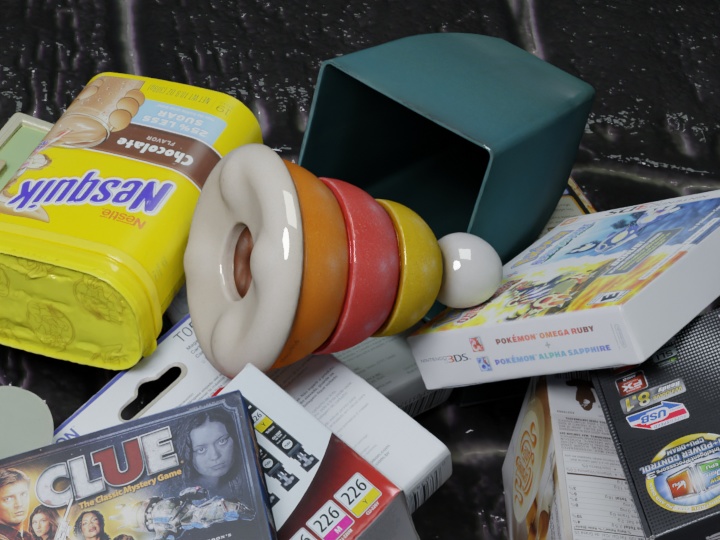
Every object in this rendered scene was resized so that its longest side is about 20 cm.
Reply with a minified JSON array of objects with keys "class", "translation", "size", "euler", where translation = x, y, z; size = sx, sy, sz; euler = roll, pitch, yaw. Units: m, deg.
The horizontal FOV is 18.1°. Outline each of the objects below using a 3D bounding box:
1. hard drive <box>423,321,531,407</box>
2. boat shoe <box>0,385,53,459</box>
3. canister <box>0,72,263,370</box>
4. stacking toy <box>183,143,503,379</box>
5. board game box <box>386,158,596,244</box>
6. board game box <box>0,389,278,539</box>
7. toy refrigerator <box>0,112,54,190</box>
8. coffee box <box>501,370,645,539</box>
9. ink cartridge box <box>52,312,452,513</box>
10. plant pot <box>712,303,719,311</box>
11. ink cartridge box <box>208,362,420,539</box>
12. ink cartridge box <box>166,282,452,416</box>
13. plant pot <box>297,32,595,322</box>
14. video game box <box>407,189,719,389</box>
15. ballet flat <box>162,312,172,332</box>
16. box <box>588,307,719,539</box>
[{"class":"hard drive","translation":[0.130,0.031,1.669],"size":[0.199,0.033,0.140],"euler":[-8,42,-26]},{"class":"boat shoe","translation":[-0.244,0.155,1.359],"size":[0.070,0.072,0.201],"euler":[23,44,-1]},{"class":"canister","translation":[-0.166,-0.039,1.500],"size":[0.148,0.087,0.200],"euler":[11,44,20]},{"class":"stacking toy","translation":[0.000,0.000,1.433],"size":[0.199,0.147,0.146],"euler":[4,36,-29]},{"class":"board game box","translation":[0.111,-0.011,1.651],"size":[0.151,0.046,0.200],"euler":[-6,40,-23]},{"class":"board game box","translation":[-0.146,0.157,1.260],"size":[0.199,0.035,0.136],"euler":[-17,55,2]},{"class":"toy refrigerator","translation":[-0.253,-0.031,1.602],"size":[0.076,0.070,0.200],"euler":[19,38,8]},{"class":"coffee box","translation":[0.145,0.160,1.440],"size":[0.079,0.115,0.201],"euler":[8,38,-7]},{"class":"ink cartridge box","translation":[-0.079,0.127,1.418],"size":[0.196,0.043,0.200],"euler":[-41,59,-21]},{"class":"plant pot","translation":[0.310,0.117,1.458],"size":[0.199,0.201,0.179],"euler":[13,29,0]},{"class":"ink cartridge box","translation":[-0.098,0.163,1.316],"size":[0.175,0.084,0.200],"euler":[37,71,28]},{"class":"ink cartridge box","translation":[-0.054,0.039,1.565],"size":[0.162,0.057,0.200],"euler":[-23,52,-38]},{"class":"plant pot","translation":[0.069,-0.083,1.586],"size":[0.141,0.142,0.200],"euler":[30,34,23]},{"class":"video game box","translation":[0.158,0.009,1.481],"size":[0.182,0.047,0.200],"euler":[-14,15,44]},{"class":"ballet flat","translation":[-0.128,-0.027,1.649],"size":[0.075,0.068,0.201],"euler":[19,42,-16]},{"class":"box","translation":[0.250,0.084,1.360],"size":[0.199,0.044,0.161],"euler":[-21,39,8]}]
